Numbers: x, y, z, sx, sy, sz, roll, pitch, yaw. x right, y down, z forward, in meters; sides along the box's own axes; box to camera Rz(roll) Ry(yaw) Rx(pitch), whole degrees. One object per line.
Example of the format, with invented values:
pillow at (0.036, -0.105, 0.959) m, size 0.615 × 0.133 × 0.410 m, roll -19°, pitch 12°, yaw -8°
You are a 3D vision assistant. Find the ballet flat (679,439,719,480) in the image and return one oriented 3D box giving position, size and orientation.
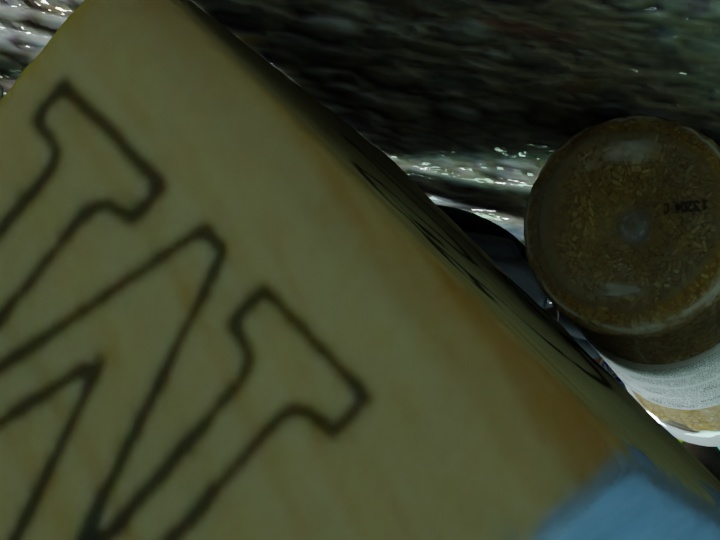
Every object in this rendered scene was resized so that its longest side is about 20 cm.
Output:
ballet flat at (0.159, 0.084, 0.842) m, size 0.067 × 0.200 × 0.067 m, roll 49°, pitch -160°, yaw 12°

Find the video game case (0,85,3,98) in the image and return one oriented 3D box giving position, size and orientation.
video game case at (-0.250, -0.061, 0.674) m, size 0.199 × 0.046 × 0.181 m, roll -2°, pitch 163°, yaw 45°

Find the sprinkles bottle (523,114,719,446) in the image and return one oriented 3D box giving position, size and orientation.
sprinkles bottle at (0.107, 0.010, 0.679) m, size 0.068 × 0.069 × 0.200 m, roll 5°, pitch 168°, yaw 18°

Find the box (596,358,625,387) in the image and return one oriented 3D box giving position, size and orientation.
box at (0.030, 0.065, 0.935) m, size 0.199 × 0.096 × 0.099 m, roll 1°, pitch 165°, yaw 35°

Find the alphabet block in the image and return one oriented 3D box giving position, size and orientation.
alphabet block at (-0.029, 0.072, 0.581) m, size 0.200 × 0.197 × 0.195 m, roll 45°, pitch -175°, yaw 26°

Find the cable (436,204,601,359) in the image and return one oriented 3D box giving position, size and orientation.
cable at (0.000, 0.000, 0.792) m, size 0.198 × 0.051 × 0.163 m, roll 6°, pitch 173°, yaw 3°
